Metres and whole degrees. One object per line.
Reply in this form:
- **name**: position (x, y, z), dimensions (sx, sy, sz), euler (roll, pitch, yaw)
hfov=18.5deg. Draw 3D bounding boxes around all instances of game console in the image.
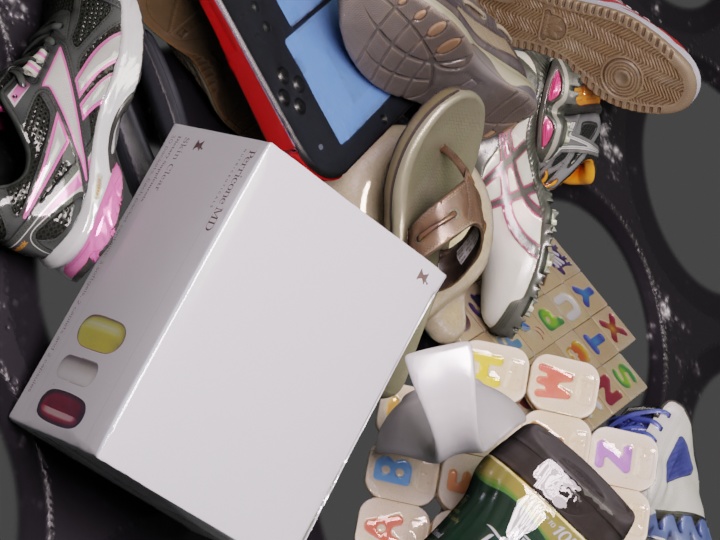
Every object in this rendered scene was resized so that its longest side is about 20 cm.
- **game console**: position (-0.028, -0.163, 1.397), dimensions (0.178, 0.031, 0.200), euler (65, 33, -16)

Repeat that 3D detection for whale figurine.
- **whale figurine**: position (0.000, 0.000, 1.459), dimensions (0.159, 0.104, 0.201), euler (34, 76, -24)

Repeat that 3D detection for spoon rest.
- **spoon rest**: position (0.054, 0.094, 1.365), dimensions (0.200, 0.099, 0.061), euler (72, 6, -76)

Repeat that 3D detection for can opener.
- **can opener**: position (-0.118, -0.052, 1.368), dimensions (0.063, 0.079, 0.201), euler (-26, 95, -10)

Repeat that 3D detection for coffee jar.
- **coffee jar**: position (0.076, 0.196, 1.385), dimensions (0.104, 0.085, 0.200), euler (42, 84, 1)

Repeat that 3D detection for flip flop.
- **flip flop**: position (0.046, -0.015, 1.376), dimensions (0.081, 0.057, 0.201), euler (24, 81, -57)

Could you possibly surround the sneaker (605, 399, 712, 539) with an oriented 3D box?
- **sneaker**: position (0.193, 0.146, 1.631), dimensions (0.199, 0.080, 0.116), euler (29, 52, -47)

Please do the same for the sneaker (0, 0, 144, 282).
- **sneaker**: position (-0.183, -0.100, 1.290), dimensions (0.086, 0.080, 0.201), euler (18, 57, -32)

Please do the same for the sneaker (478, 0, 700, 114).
- **sneaker**: position (0.181, -0.187, 1.665), dimensions (0.112, 0.199, 0.072), euler (-34, 146, -54)

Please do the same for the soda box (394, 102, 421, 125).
- **soda box**: position (-0.031, -0.168, 1.491), dimensions (0.200, 0.063, 0.071), euler (43, 50, -30)

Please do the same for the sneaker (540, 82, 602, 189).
- **sneaker**: position (0.120, -0.093, 1.629), dimensions (0.199, 0.078, 0.078), euler (-13, 97, -47)

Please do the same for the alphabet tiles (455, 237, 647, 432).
- **alphabet tiles**: position (0.128, 0.040, 1.583), dimensions (0.167, 0.006, 0.200), euler (52, 33, 7)

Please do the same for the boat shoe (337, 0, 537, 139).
- **boat shoe**: position (0.043, -0.153, 1.425), dimensions (0.200, 0.074, 0.074), euler (37, 35, -52)

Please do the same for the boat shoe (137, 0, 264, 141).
- **boat shoe**: position (-0.089, -0.152, 1.412), dimensions (0.200, 0.072, 0.065), euler (44, 12, -47)

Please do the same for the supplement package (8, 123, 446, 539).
- **supplement package**: position (-0.075, 0.043, 1.275), dimensions (0.156, 0.111, 0.201), euler (36, 77, -35)

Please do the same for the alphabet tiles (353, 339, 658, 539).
- **alphabet tiles**: position (0.099, 0.148, 1.466), dimensions (0.194, 0.015, 0.201), euler (12, 71, -4)

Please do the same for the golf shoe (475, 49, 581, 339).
- **golf shoe**: position (0.094, -0.054, 1.530), dimensions (0.087, 0.077, 0.202), euler (8, 85, -8)

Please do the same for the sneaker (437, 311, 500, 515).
- **sneaker**: position (0.099, 0.118, 1.527), dimensions (0.070, 0.075, 0.201), euler (19, 63, -43)
